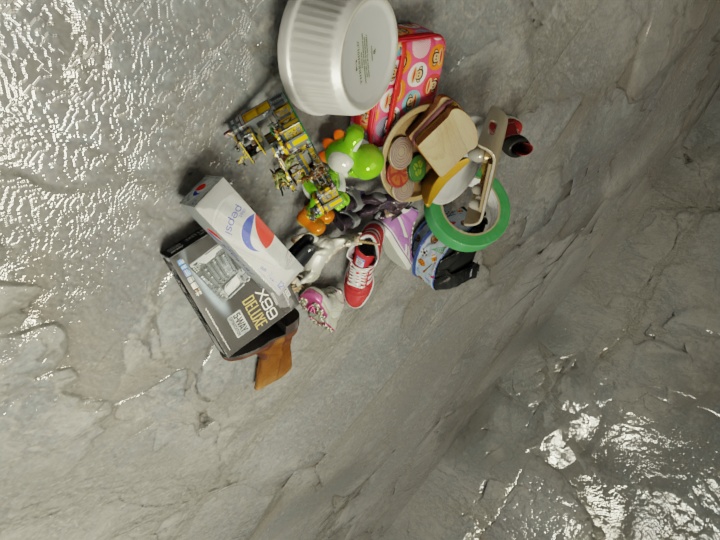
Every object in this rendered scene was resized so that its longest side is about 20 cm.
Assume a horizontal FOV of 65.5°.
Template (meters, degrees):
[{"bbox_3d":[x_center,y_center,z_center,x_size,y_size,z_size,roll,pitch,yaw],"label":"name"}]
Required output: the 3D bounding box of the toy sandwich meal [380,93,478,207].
[{"bbox_3d":[0.127,-0.210,1.020,0.204,0.070,0.207,-20,129,-27],"label":"toy sandwich meal"}]

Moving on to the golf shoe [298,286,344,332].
[{"bbox_3d":[-0.078,0.063,1.205,0.092,0.075,0.200,-59,166,-16],"label":"golf shoe"}]

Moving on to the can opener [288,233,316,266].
[{"bbox_3d":[-0.144,0.008,1.037,0.078,0.064,0.200,16,123,-38],"label":"can opener"}]

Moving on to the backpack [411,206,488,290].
[{"bbox_3d":[0.210,-0.053,1.397,0.190,0.153,0.201,-41,146,-34],"label":"backpack"}]

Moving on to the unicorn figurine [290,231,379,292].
[{"bbox_3d":[-0.083,-0.027,1.101,0.137,0.074,0.200,-5,153,-47],"label":"unicorn figurine"}]

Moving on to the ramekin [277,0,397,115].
[{"bbox_3d":[-0.023,-0.322,0.819,0.202,0.094,0.204,-43,143,-43],"label":"ramekin"}]

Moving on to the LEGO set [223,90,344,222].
[{"bbox_3d":[-0.119,-0.157,0.841,0.115,0.154,0.200,-29,148,2],"label":"LEGO set"}]

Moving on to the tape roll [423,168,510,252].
[{"bbox_3d":[0.249,-0.146,1.309,0.200,0.201,0.048,-41,176,-18],"label":"tape roll"}]

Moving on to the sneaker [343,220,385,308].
[{"bbox_3d":[0.000,0.000,1.187,0.113,0.071,0.202,-60,165,-71],"label":"sneaker"}]

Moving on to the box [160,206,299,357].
[{"bbox_3d":[-0.209,0.017,0.928,0.157,0.050,0.201,-36,120,-25],"label":"box"}]

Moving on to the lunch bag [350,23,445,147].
[{"bbox_3d":[0.054,-0.324,0.986,0.175,0.082,0.201,-21,138,-34],"label":"lunch bag"}]

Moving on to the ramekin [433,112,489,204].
[{"bbox_3d":[0.176,-0.250,1.190,0.202,0.094,0.203,-33,144,-29],"label":"ramekin"}]

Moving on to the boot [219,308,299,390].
[{"bbox_3d":[-0.215,0.182,1.176,0.188,0.068,0.201,-35,153,-40],"label":"boot"}]

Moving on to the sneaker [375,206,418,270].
[{"bbox_3d":[0.105,-0.085,1.304,0.114,0.072,0.201,-49,149,-12],"label":"sneaker"}]

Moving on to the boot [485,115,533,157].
[{"bbox_3d":[0.371,-0.317,1.352,0.199,0.144,0.073,-19,134,-45],"label":"boot"}]

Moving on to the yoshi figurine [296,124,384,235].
[{"bbox_3d":[-0.027,-0.154,0.986,0.111,0.113,0.201,0,133,-42],"label":"yoshi figurine"}]

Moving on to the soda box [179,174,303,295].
[{"bbox_3d":[-0.179,-0.052,0.860,0.064,0.068,0.200,-50,124,-17],"label":"soda box"}]

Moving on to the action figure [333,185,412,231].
[{"bbox_3d":[0.037,-0.140,1.136,0.199,0.070,0.130,-13,150,-34],"label":"action figure"}]

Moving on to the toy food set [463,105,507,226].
[{"bbox_3d":[0.246,-0.210,1.143,0.201,0.060,0.144,92,18,-47],"label":"toy food set"}]
